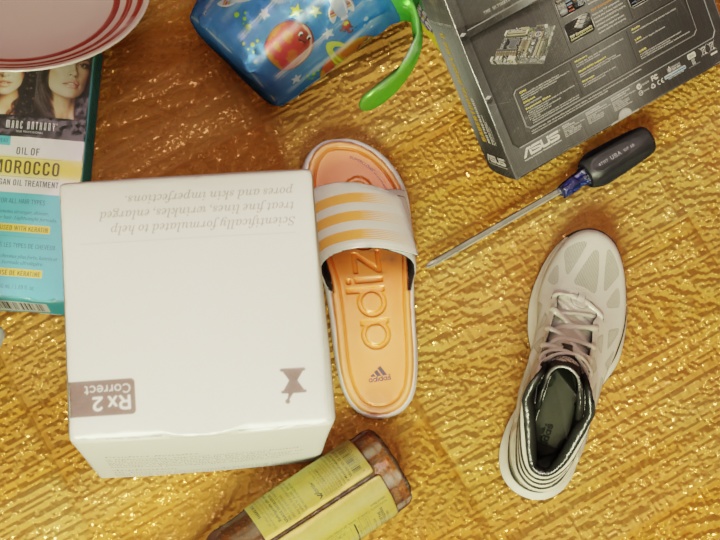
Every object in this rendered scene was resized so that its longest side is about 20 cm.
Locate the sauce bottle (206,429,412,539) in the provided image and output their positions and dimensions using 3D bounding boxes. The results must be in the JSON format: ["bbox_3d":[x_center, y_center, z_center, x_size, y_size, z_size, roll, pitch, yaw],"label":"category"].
[{"bbox_3d":[-0.060,0.186,1.197,0.199,0.066,0.066,-31,81,-10],"label":"sauce bottle"}]

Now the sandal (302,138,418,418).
[{"bbox_3d":[0.008,-0.001,1.247,0.078,0.059,0.208,-9,78,-6],"label":"sandal"}]

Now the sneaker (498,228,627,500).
[{"bbox_3d":[0.153,0.057,1.215,0.075,0.115,0.202,15,76,0],"label":"sneaker"}]

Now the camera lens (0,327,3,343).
[{"bbox_3d":[-0.343,0.096,1.140,0.159,0.160,0.201,26,76,2],"label":"camera lens"}]

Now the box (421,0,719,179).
[{"bbox_3d":[0.157,-0.183,1.267,0.199,0.048,0.159,-30,112,-11],"label":"box"}]

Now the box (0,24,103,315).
[{"bbox_3d":[-0.235,-0.072,1.251,0.082,0.049,0.202,4,77,-3],"label":"box"}]

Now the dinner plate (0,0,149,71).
[{"bbox_3d":[-0.250,-0.200,1.257,0.198,0.024,0.201,3,45,-3],"label":"dinner plate"}]

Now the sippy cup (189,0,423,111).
[{"bbox_3d":[-0.049,-0.195,1.259,0.130,0.140,0.178,-45,43,-2],"label":"sippy cup"}]

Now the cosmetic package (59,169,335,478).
[{"bbox_3d":[-0.108,0.041,1.157,0.163,0.200,0.166,-4,77,-6],"label":"cosmetic package"}]

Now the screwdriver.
[{"bbox_3d":[0.135,-0.047,1.286,0.199,0.028,0.029,-34,110,-9],"label":"screwdriver"}]

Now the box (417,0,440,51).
[{"bbox_3d":[0.065,-0.255,1.318,0.117,0.048,0.200,-38,81,-11],"label":"box"}]
